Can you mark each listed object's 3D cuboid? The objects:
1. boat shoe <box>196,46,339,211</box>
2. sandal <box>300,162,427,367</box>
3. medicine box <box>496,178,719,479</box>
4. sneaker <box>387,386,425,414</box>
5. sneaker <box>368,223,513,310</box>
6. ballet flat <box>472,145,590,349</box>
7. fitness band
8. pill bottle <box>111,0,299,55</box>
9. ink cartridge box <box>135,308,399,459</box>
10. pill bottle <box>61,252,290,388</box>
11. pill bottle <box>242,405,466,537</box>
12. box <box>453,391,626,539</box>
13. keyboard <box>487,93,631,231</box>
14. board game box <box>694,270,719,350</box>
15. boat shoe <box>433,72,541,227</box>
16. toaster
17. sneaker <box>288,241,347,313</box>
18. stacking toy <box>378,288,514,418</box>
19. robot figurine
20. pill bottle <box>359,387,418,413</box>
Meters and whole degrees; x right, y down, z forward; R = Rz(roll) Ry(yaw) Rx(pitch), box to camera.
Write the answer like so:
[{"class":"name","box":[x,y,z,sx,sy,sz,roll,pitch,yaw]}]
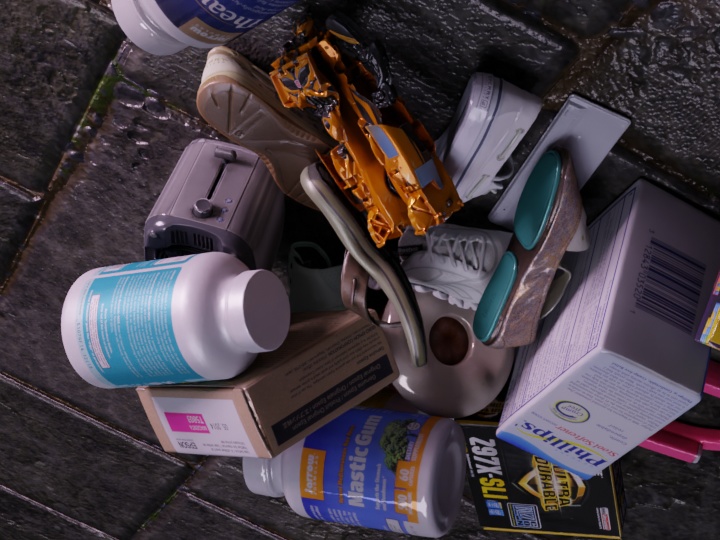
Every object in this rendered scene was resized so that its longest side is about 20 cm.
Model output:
[{"class":"boat shoe","box":[-0.061,-0.124,1.435,0.073,0.063,0.200,-27,130,28]},{"class":"sandal","box":[0.000,-0.001,1.420,0.057,0.080,0.202,-33,98,8]},{"class":"medicine box","box":[0.221,0.055,1.423,0.102,0.184,0.200,26,146,-10]},{"class":"sneaker","box":[0.066,0.141,1.735,0.197,0.076,0.089,11,144,-6]},{"class":"sneaker","box":[0.077,-0.011,1.478,0.197,0.076,0.081,4,163,18]},{"class":"ballet flat","box":[0.160,-0.018,1.410,0.066,0.068,0.202,9,123,-21]},{"class":"fitness band","box":[0.312,0.133,1.621,0.198,0.038,0.144,18,146,0]},{"class":"pill bottle","box":[-0.103,-0.237,1.238,0.111,0.112,0.199,39,142,-27]},{"class":"ink cartridge box","box":[-0.088,0.104,1.508,0.199,0.164,0.076,-4,112,54]},{"class":"pill bottle","box":[-0.161,0.044,1.431,0.198,0.112,0.111,-7,139,34]},{"class":"pill bottle","box":[-0.008,0.185,1.539,0.198,0.113,0.113,5,144,21]},{"class":"box","box":[0.190,0.204,1.694,0.158,0.050,0.201,3,140,17]},{"class":"keyboard","box":[0.170,-0.085,1.410,0.056,0.011,0.200,19,147,-8]},{"class":"board game box","box":[0.391,0.015,1.299,0.198,0.167,0.057,21,-178,-2]},{"class":"boat shoe","box":[0.097,-0.089,1.379,0.066,0.074,0.200,16,152,-7]},{"class":"toaster","box":[-0.133,-0.029,1.532,0.112,0.130,0.201,14,146,9]},{"class":"sneaker","box":[-0.058,0.025,1.647,0.200,0.073,0.120,8,109,58]},{"class":"stacking toy","box":[0.050,0.079,1.619,0.145,0.147,0.200,32,160,-18]},{"class":"robot figurine","box":[-0.002,-0.120,1.341,0.201,0.058,0.145,56,152,-10]},{"class":"pill bottle","box":[-0.009,0.166,1.659,0.198,0.113,0.113,21,148,19]}]
